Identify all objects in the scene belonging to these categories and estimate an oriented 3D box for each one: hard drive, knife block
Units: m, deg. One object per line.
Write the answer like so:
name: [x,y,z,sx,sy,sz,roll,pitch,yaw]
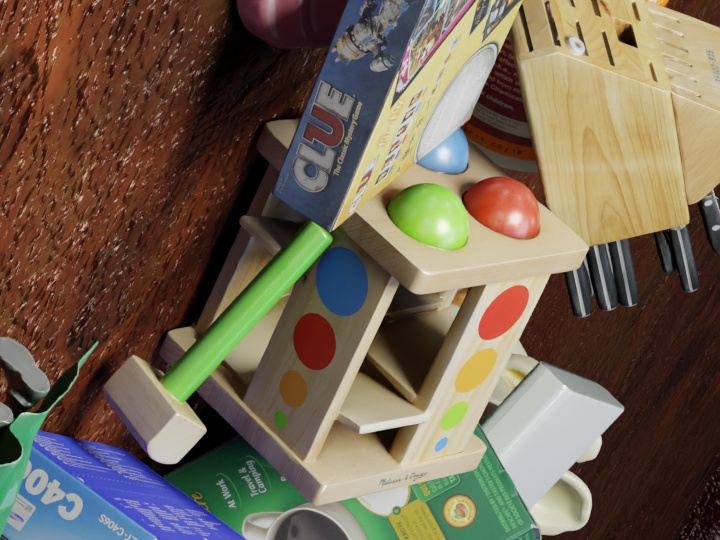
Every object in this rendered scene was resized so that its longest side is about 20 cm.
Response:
hard drive: [0.055,0.135,1.652,0.200,0.027,0.132,-47,162,8]
knife block: [0.110,-0.054,1.496,0.200,0.064,0.176,17,134,-32]

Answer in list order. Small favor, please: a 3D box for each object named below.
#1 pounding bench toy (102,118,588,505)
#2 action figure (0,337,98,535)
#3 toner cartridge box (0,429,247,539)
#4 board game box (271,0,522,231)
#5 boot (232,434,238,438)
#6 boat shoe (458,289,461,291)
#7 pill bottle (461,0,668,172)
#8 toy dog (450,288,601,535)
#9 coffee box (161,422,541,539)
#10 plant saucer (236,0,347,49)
pounding bench toy: [-0.015,0.011,1.441,0.200,0.124,0.156,-9,133,-47]
action figure: [-0.185,0.116,1.253,0.200,0.055,0.118,-57,170,32]
toner cartridge box: [-0.115,0.120,1.419,0.043,0.095,0.200,-57,166,1]
board game box: [0.037,-0.126,1.303,0.135,0.035,0.200,-40,159,-51]
boot: [-0.082,0.161,1.641,0.146,0.070,0.200,-52,-171,37]
boat shoe: [0.000,0.000,1.632,0.200,0.071,0.065,-35,121,-39]
pill bottle: [0.102,-0.152,1.515,0.113,0.113,0.200,-46,163,-36]
toy dog: [0.048,0.095,1.827,0.200,0.193,0.140,-77,-167,-58]
coffee box: [-0.022,0.133,1.560,0.200,0.123,0.044,-29,161,-3]
plant saucer: [0.023,-0.177,1.314,0.201,0.051,0.201,-51,165,-20]
